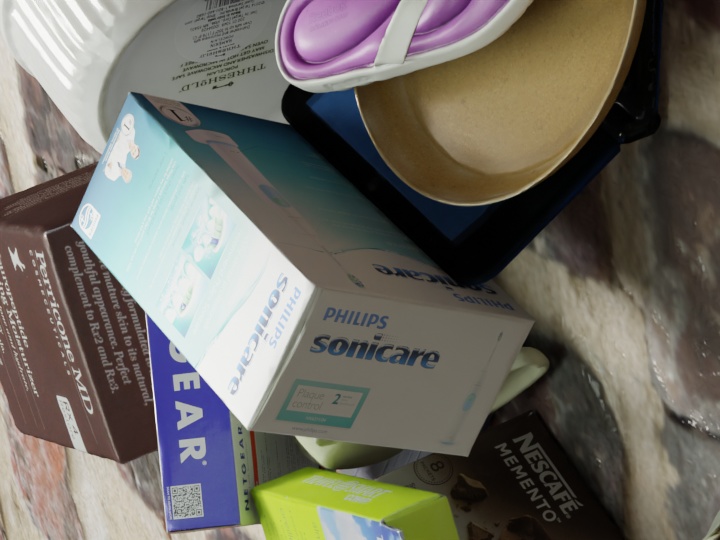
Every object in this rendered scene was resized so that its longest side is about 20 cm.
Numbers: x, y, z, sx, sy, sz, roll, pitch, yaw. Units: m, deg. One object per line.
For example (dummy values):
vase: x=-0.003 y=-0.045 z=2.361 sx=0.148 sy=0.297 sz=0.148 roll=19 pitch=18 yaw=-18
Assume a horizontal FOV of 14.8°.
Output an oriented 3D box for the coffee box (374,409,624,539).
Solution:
coffee box: x=0.097 y=0.192 z=1.553 sx=0.200 sy=0.113 sz=0.080 roll=56 pitch=154 yaw=28

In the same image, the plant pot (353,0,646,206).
plant pot: x=0.069 y=-0.129 z=1.326 sx=0.199 sy=0.027 sz=0.201 roll=-12 pitch=74 yaw=48

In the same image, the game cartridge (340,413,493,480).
game cartridge: x=0.022 y=0.085 z=1.724 sx=0.130 sy=0.038 sz=0.200 roll=62 pitch=156 yaw=23

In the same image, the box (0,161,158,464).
box: x=-0.153 y=0.017 z=1.876 sx=0.200 sy=0.164 sz=0.167 roll=7 pitch=116 yaw=64

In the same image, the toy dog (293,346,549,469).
toy dog: x=0.000 y=0.000 z=1.588 sx=0.194 sy=0.139 sz=0.201 roll=126 pitch=130 yaw=-62

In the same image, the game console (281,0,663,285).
game console: x=0.049 y=-0.123 z=1.381 sx=0.200 sy=0.118 sz=0.171 roll=44 pitch=147 yaw=43

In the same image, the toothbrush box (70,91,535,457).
toothbrush box: x=-0.031 y=0.001 z=1.396 sx=0.200 sy=0.146 sz=0.086 roll=43 pitch=115 yaw=44

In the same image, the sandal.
sandal: x=0.021 y=-0.136 z=1.324 sx=0.202 sy=0.050 sz=0.083 roll=-29 pitch=63 yaw=42

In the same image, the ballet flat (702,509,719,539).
ballet flat: x=0.193 y=0.140 z=1.363 sx=0.068 sy=0.063 sz=0.200 roll=61 pitch=156 yaw=17

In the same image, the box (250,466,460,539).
box: x=0.011 y=0.178 z=1.524 sx=0.200 sy=0.047 sz=0.123 roll=4 pitch=113 yaw=65

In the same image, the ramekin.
ramekin: x=-0.095 y=-0.146 z=1.532 sx=0.105 sy=0.199 sz=0.201 roll=59 pitch=156 yaw=33

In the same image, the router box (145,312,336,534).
router box: x=-0.072 y=0.054 z=1.677 sx=0.179 sy=0.049 sz=0.201 roll=9 pitch=-106 yaw=-71
